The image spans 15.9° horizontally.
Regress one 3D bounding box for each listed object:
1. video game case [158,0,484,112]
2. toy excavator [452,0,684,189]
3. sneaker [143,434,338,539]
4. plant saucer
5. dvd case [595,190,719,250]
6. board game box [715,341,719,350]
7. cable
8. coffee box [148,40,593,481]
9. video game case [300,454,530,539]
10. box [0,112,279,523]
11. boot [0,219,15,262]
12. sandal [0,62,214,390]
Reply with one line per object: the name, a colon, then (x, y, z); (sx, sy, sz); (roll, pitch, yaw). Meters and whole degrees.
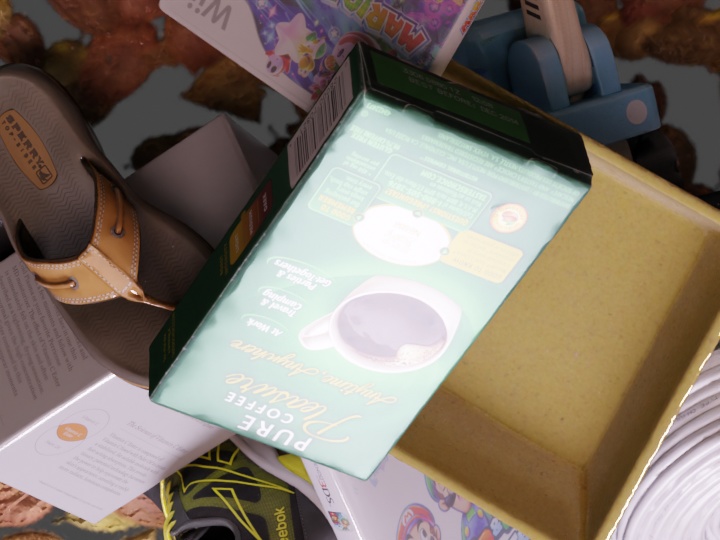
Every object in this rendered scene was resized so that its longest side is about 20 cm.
video game case: (0.008, -0.171, 1.169); (0.143, 0.018, 0.200); (36, 102, 25)
toy excavator: (0.089, -0.109, 1.261); (0.100, 0.194, 0.201); (-19, 99, -22)
sneaker: (-0.079, 0.125, 1.382); (0.084, 0.200, 0.075); (-30, 117, -30)
plant saucer: (0.070, 0.009, 1.221); (0.200, 0.048, 0.200); (30, 119, 9)
dvd case: (0.188, -0.007, 1.315); (0.142, 0.018, 0.200); (-13, 165, 2)
board game box: (0.166, 0.026, 1.339); (0.199, 0.024, 0.105); (-4, 160, -24)
cable: (0.224, 0.111, 1.404); (0.199, 0.069, 0.200); (-19, 142, 4)
coffee box: (0.000, 0.000, 1.164); (0.123, 0.044, 0.200); (20, 124, -22)
video game case: (0.055, 0.097, 1.361); (0.024, 0.200, 0.183); (1, 124, 40)
box: (-0.106, 0.029, 1.335); (0.200, 0.098, 0.124); (-32, 150, 13)
boot: (-0.223, -0.075, 1.328); (0.153, 0.074, 0.204); (-13, 120, 2)
sandal: (-0.132, -0.022, 1.247); (0.082, 0.055, 0.200); (-38, 76, 10)
